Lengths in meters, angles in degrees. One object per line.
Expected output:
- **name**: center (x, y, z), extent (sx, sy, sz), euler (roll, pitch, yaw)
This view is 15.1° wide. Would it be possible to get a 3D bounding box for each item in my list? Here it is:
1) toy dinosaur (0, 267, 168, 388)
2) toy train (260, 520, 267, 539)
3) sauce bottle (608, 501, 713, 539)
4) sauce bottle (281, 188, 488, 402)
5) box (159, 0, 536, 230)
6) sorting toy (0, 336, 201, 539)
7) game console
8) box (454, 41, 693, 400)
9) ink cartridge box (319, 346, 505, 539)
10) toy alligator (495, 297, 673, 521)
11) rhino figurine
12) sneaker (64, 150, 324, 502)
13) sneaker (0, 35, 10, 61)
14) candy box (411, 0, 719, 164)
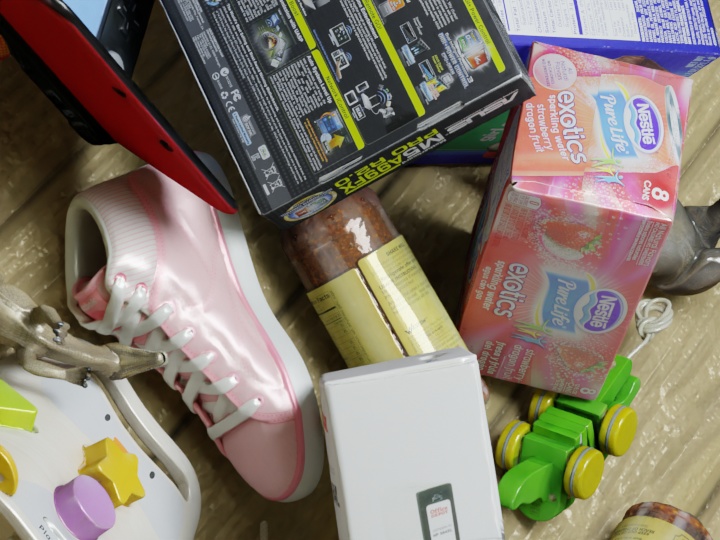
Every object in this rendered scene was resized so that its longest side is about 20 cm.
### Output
- **toy dinosaur**: center (-0.194, 0.014, 1.380), extent (0.199, 0.101, 0.058), euler (34, 93, -4)
- **toy train**: center (-0.042, 0.205, 1.395), extent (0.084, 0.116, 0.201), euler (27, 58, -26)
- **sauce bottle**: center (0.143, 0.224, 1.563), extent (0.066, 0.066, 0.200), euler (42, 54, -16)
- **sauce bottle**: center (0.000, 0.000, 1.532), extent (0.066, 0.066, 0.201), euler (-29, 92, -40)
- **box**: center (-0.020, -0.146, 1.459), extent (0.201, 0.160, 0.044), euler (64, 8, 15)
- **sorting toy**: center (-0.149, 0.116, 1.381), extent (0.200, 0.107, 0.180), euler (53, 31, -8)
- **game console**: center (-0.133, -0.147, 1.395), extent (0.200, 0.118, 0.173), euler (51, 45, -49)
- **box**: center (0.116, -0.024, 1.536), extent (0.094, 0.200, 0.103), euler (13, 57, -1)
- **ink cartridge box**: center (0.032, 0.147, 1.422), extent (0.084, 0.146, 0.201), euler (-9, 89, -2)
- **toy alligator**: center (0.136, 0.093, 1.619), extent (0.200, 0.059, 0.055), euler (-46, 143, -40)
- **rhino figurine**: center (0.156, -0.038, 1.660), extent (0.199, 0.087, 0.060), euler (22, 53, -30)
- **sneaker**: center (-0.098, 0.038, 1.450), extent (0.104, 0.075, 0.201), euler (-13, 77, -38)
- **sneaker**: center (-0.232, -0.205, 1.444), extent (0.077, 0.073, 0.201), euler (-18, 84, -44)
- **candy box**: center (0.081, -0.126, 1.585), extent (0.199, 0.169, 0.077), euler (0, 69, -36)
